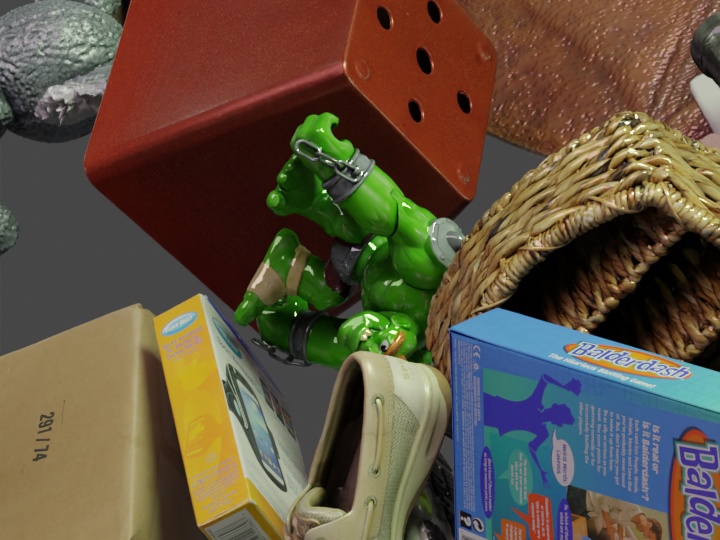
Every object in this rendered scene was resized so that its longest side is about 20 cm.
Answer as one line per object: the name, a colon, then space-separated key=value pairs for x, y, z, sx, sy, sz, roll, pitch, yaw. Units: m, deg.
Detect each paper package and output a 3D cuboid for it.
paper package: x=-0.191 y=0.147 z=1.542 sx=0.190 sy=0.104 sz=0.201 roll=-21 pitch=44 yaw=17

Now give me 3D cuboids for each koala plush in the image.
koala plush: x=-0.251 y=-0.132 z=1.781 sx=0.199 sy=0.184 sz=0.178 roll=-20 pitch=44 yaw=14

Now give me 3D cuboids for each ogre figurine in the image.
ogre figurine: x=0.000 y=0.000 z=1.477 sx=0.119 sy=0.201 sz=0.098 roll=27 pitch=32 yaw=11

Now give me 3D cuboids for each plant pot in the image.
plant pot: x=-0.026 y=-0.104 z=1.571 sx=0.176 sy=0.200 sz=0.201 roll=-20 pitch=42 yaw=33

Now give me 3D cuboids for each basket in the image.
basket: x=0.136 y=0.034 z=1.359 sx=0.200 sy=0.142 sz=0.149 roll=-48 pitch=34 yaw=26

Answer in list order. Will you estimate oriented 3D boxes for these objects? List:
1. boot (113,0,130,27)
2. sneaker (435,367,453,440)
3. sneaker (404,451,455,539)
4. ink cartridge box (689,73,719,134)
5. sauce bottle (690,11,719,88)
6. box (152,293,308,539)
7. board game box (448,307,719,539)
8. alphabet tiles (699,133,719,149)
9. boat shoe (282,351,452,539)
boot: x=-0.111 y=-0.217 z=1.855 sx=0.199 sy=0.074 sz=0.155 roll=11 pitch=54 yaw=36
sneaker: x=0.096 y=0.021 z=1.516 sx=0.200 sy=0.070 sz=0.082 roll=-52 pitch=24 yaw=-18
sneaker: x=0.009 y=0.142 z=1.443 sx=0.085 sy=0.077 sz=0.200 roll=-34 pitch=38 yaw=15
ink cartridge box: x=0.308 y=-0.084 z=1.477 sx=0.176 sy=0.045 sz=0.200 roll=-29 pitch=42 yaw=8
sauce bottle: x=0.244 y=-0.080 z=1.399 sx=0.065 sy=0.065 sz=0.200 roll=-32 pitch=38 yaw=2
box: x=-0.071 y=0.106 z=1.490 sx=0.041 sy=0.119 sz=0.200 roll=-28 pitch=41 yaw=7
board game box: x=0.134 y=0.116 z=1.286 sx=0.199 sy=0.153 sz=0.045 roll=17 pitch=27 yaw=42
alphabet tiles: x=0.244 y=-0.019 z=1.416 sx=0.200 sy=0.015 sz=0.196 roll=18 pitch=78 yaw=53
boat shoe: x=-0.013 y=0.142 z=1.367 sx=0.072 sy=0.065 sz=0.201 roll=24 pitch=96 yaw=54
